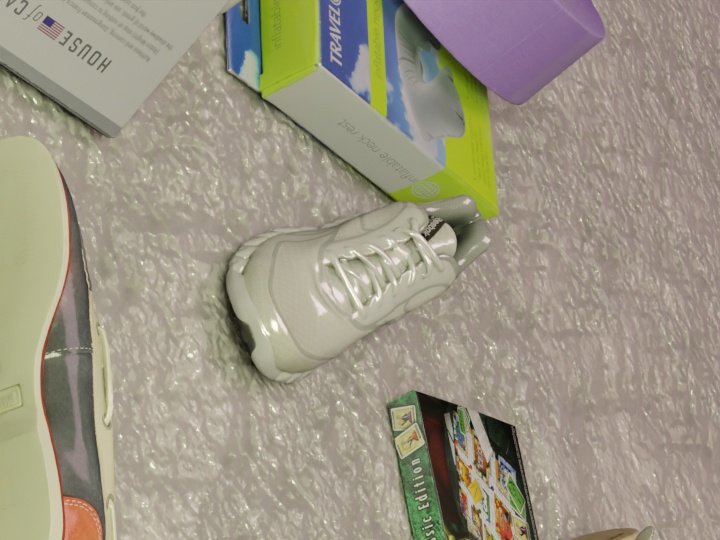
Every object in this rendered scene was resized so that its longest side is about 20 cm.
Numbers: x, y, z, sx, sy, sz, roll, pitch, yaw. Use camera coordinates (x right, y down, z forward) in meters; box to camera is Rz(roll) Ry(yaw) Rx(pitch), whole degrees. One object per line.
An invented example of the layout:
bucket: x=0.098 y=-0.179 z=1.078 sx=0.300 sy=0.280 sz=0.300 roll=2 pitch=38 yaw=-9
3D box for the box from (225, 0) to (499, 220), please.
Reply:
box: x=0.002 y=-0.116 z=1.380 sx=0.200 sy=0.047 sz=0.123 roll=37 pitch=40 yaw=-45

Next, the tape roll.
tape roll: x=0.055 y=-0.194 z=1.444 sx=0.200 sy=0.066 sz=0.200 roll=48 pitch=14 yaw=-16

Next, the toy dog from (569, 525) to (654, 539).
toy dog: x=0.154 y=0.193 z=1.318 sx=0.200 sy=0.096 sz=0.133 roll=-79 pitch=150 yaw=-66

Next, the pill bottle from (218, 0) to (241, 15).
pill bottle: x=-0.126 y=-0.207 z=1.156 sx=0.200 sy=0.111 sz=0.112 roll=36 pitch=41 yaw=-44

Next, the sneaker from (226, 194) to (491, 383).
sneaker: x=0.000 y=0.000 z=1.257 sx=0.200 sy=0.081 sz=0.076 roll=-30 pitch=97 yaw=-60

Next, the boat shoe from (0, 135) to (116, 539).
boat shoe: x=-0.131 y=0.044 z=1.007 sx=0.063 sy=0.071 sz=0.201 roll=33 pitch=44 yaw=-55

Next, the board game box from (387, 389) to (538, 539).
board game box: x=0.067 y=0.168 z=1.308 sx=0.105 sy=0.023 sz=0.201 roll=26 pitch=47 yaw=-54

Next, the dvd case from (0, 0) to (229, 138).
dvd case: x=-0.098 y=-0.170 z=1.106 sx=0.150 sy=0.200 sz=0.025 roll=35 pitch=9 yaw=-44
